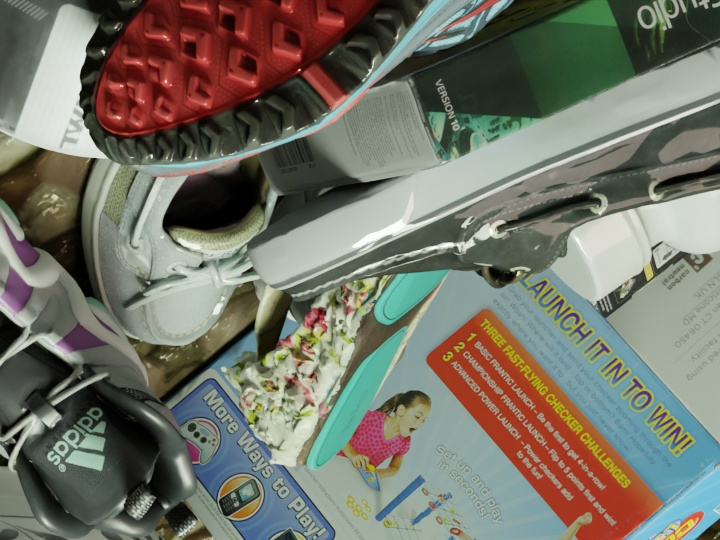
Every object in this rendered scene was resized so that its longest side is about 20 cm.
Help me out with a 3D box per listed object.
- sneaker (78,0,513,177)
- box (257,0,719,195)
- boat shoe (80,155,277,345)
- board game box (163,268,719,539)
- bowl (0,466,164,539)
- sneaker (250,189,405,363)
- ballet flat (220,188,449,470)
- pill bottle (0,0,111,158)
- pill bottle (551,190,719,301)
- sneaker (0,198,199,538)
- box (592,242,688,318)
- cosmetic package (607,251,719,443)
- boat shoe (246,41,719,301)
[{"bbox_3d":[0.005,-0.084,0.791,0.200,0.079,0.096,-33,160,-6],"label":"sneaker"},{"bbox_3d":[0.073,-0.083,0.904,0.199,0.036,0.144,-26,-171,-23],"label":"box"},{"bbox_3d":[-0.057,-0.040,0.992,0.074,0.065,0.203,-15,140,-37],"label":"boat shoe"},{"bbox_3d":[0.033,0.086,1.121,0.196,0.200,0.056,-39,150,-3],"label":"board game box"},{"bbox_3d":[-0.150,0.131,1.043,0.200,0.095,0.201,0,172,0],"label":"bowl"},{"bbox_3d":[0.005,-0.039,1.052,0.074,0.079,0.201,-26,144,-26],"label":"sneaker"},{"bbox_3d":[0.000,0.000,0.995,0.076,0.064,0.200,-29,158,-54],"label":"ballet flat"},{"bbox_3d":[-0.070,-0.143,0.808,0.106,0.106,0.201,-10,137,-41],"label":"pill bottle"},{"bbox_3d":[0.152,-0.078,1.053,0.200,0.111,0.111,-36,149,-8],"label":"pill bottle"},{"bbox_3d":[-0.121,0.043,0.938,0.078,0.140,0.200,-46,140,6],"label":"sneaker"},{"bbox_3d":[0.133,-0.070,1.185,0.161,0.049,0.200,-37,148,-4],"label":"box"},{"bbox_3d":[0.259,0.053,1.368,0.165,0.165,0.200,-41,149,1],"label":"cosmetic package"},{"bbox_3d":[0.059,-0.026,0.895,0.199,0.057,0.069,-22,-172,-3],"label":"boat shoe"}]
